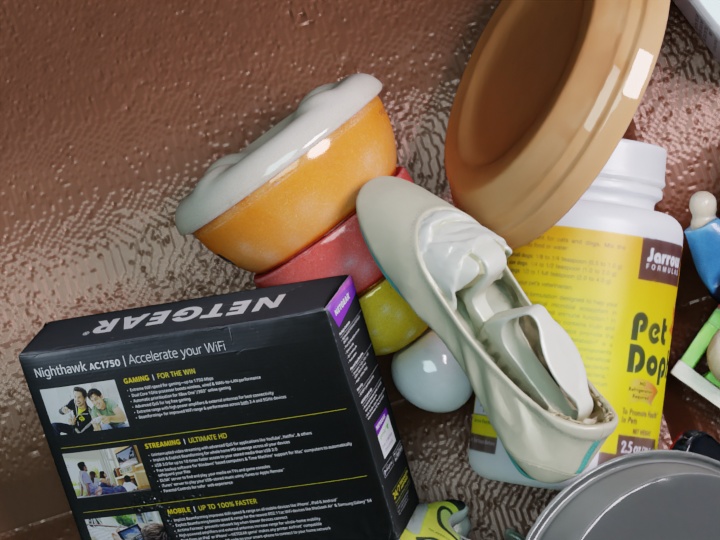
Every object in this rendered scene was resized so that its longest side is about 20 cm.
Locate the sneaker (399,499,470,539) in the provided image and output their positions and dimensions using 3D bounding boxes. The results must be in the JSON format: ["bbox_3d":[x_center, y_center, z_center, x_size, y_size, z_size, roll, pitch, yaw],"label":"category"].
[{"bbox_3d":[0.064,0.198,1.452,0.076,0.076,0.200,-28,48,-10],"label":"sneaker"}]

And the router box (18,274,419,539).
[{"bbox_3d":[-0.081,0.092,1.488,0.199,0.051,0.150,-8,111,21],"label":"router box"}]

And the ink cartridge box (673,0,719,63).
[{"bbox_3d":[0.221,-0.229,1.505,0.144,0.084,0.201,-36,82,3],"label":"ink cartridge box"}]

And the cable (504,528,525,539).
[{"bbox_3d":[0.162,0.215,1.523,0.199,0.050,0.098,28,73,-5],"label":"cable"}]

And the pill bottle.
[{"bbox_3d":[0.126,0.025,1.490,0.108,0.109,0.202,7,88,7],"label":"pill bottle"}]

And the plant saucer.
[{"bbox_3d":[0.103,-0.109,1.457,0.037,0.200,0.201,26,90,-19],"label":"plant saucer"}]

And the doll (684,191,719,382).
[{"bbox_3d":[0.255,-0.024,1.487,0.136,0.048,0.201,25,90,-3],"label":"doll"}]

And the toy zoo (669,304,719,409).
[{"bbox_3d":[0.291,0.016,1.517,0.131,0.020,0.201,35,91,7],"label":"toy zoo"}]

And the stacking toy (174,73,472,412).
[{"bbox_3d":[0.000,0.000,1.503,0.146,0.146,0.201,-36,95,3],"label":"stacking toy"}]

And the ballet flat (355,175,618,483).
[{"bbox_3d":[0.072,0.021,1.412,0.069,0.069,0.201,-35,82,3],"label":"ballet flat"}]

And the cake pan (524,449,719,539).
[{"bbox_3d":[0.174,0.197,1.396,0.199,0.037,0.202,3,82,-20],"label":"cake pan"}]

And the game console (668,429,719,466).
[{"bbox_3d":[0.226,0.216,1.442,0.118,0.172,0.201,9,69,41],"label":"game console"}]
